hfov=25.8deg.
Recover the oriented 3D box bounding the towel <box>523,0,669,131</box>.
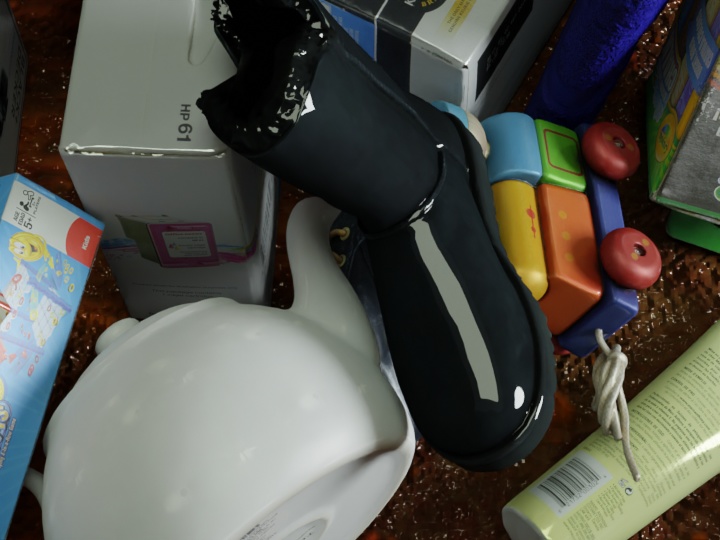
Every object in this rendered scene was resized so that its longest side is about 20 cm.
[{"bbox_3d":[0.148,-0.152,0.854,0.049,0.200,0.148,25,69,1],"label":"towel"}]

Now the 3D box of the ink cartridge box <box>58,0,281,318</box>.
[{"bbox_3d":[-0.090,-0.077,0.824,0.084,0.200,0.145,3,65,2],"label":"ink cartridge box"}]

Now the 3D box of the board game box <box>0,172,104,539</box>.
[{"bbox_3d":[-0.231,0.065,0.778,0.199,0.056,0.197,-11,56,43],"label":"board game box"}]

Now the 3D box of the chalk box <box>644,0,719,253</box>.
[{"bbox_3d":[0.229,-0.095,0.844,0.124,0.201,0.124,17,37,-4],"label":"chalk box"}]

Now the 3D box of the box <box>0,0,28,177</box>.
[{"bbox_3d":[-0.232,-0.122,0.848,0.060,0.200,0.117,0,64,0],"label":"box"}]

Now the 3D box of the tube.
[{"bbox_3d":[0.165,0.089,0.831,0.200,0.052,0.058,-35,111,-17],"label":"tube"}]

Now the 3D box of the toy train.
[{"bbox_3d":[0.085,0.004,0.800,0.115,0.085,0.201,15,51,-25],"label":"toy train"}]

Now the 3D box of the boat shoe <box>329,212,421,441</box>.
[{"bbox_3d":[0.000,0.000,0.857,0.091,0.071,0.201,-27,70,-15],"label":"boat shoe"}]

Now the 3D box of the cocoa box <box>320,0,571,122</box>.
[{"bbox_3d":[0.049,-0.183,0.905,0.131,0.134,0.200,27,69,14],"label":"cocoa box"}]

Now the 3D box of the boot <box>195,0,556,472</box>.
[{"bbox_3d":[0.003,-0.022,0.692,0.076,0.168,0.201,-28,54,26],"label":"boot"}]

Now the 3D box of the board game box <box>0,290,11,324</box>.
[{"bbox_3d":[-0.253,0.050,0.729,0.200,0.046,0.152,-51,38,7],"label":"board game box"}]

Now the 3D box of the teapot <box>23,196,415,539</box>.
[{"bbox_3d":[-0.084,0.086,0.761,0.200,0.198,0.146,-23,63,-44],"label":"teapot"}]
